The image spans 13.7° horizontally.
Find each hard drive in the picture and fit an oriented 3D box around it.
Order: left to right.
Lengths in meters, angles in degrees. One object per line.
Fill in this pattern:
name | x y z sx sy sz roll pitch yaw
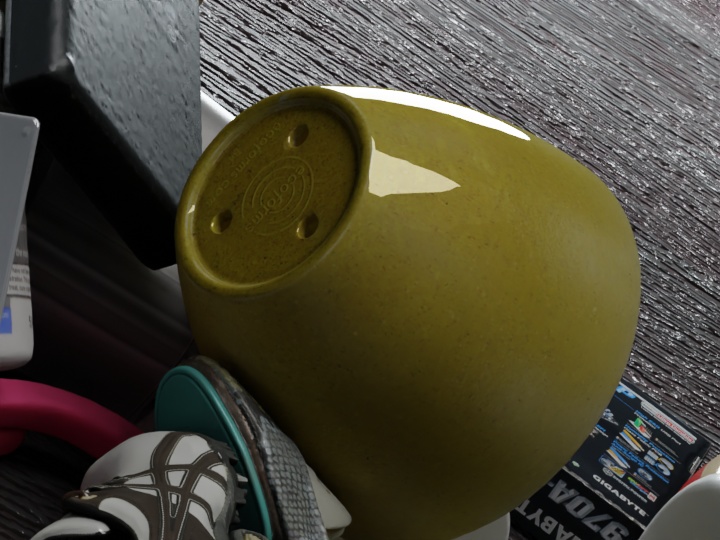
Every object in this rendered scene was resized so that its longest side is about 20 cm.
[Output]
hard drive | -0.113 -0.119 1.339 0.140 0.033 0.201 54 25 -47

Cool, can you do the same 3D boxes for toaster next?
toaster | -0.119 -0.013 1.409 0.129 0.114 0.201 31 45 -12

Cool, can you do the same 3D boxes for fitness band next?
fitness band | -0.139 0.106 1.268 0.144 0.038 0.200 44 25 23

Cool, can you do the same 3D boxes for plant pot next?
plant pot | 0.000 0.000 1.288 0.142 0.200 0.200 39 13 -44

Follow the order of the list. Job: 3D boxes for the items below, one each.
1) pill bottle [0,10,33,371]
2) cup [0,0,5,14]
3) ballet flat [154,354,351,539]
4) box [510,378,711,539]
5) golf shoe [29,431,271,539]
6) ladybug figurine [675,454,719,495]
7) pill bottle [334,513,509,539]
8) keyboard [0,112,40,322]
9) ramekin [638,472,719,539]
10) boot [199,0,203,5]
pill bottle | -0.201 -0.055 1.274 0.113 0.201 0.114 -4 -4 0
cup | -0.239 -0.112 1.410 0.144 0.200 0.200 57 24 1
ballet flat | -0.030 0.130 1.252 0.072 0.072 0.201 -1 69 -55
box | 0.087 0.076 1.631 0.200 0.046 0.159 36 22 6
golf shoe | -0.091 0.103 1.166 0.094 0.078 0.200 16 7 -23
ladybug figurine | 0.195 0.163 1.536 0.136 0.072 0.200 70 22 -4
pill bottle | 0.005 0.069 1.435 0.119 0.120 0.200 22 25 -26
keyboard | -0.174 0.030 1.194 0.056 0.201 0.011 10 -13 -2
ramekin | 0.173 0.188 1.331 0.097 0.201 0.201 19 25 -13
boot | -0.110 -0.103 1.515 0.175 0.200 0.066 19 23 -33
